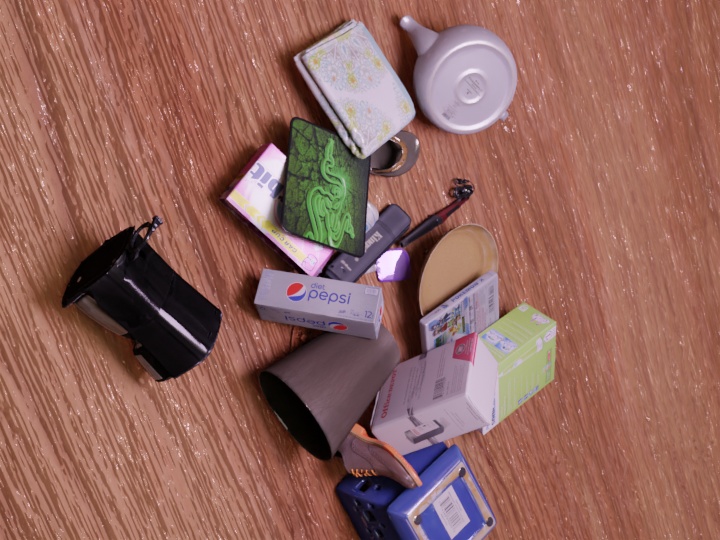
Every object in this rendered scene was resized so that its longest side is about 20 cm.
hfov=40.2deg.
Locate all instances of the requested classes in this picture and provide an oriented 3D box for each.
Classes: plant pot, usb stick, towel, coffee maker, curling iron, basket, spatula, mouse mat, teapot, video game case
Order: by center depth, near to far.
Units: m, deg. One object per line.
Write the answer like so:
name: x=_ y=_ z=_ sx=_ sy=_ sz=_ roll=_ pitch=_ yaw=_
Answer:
coffee maker: x=-0.295 y=0.050 z=1.408 sx=0.200 sy=0.190 sz=0.136 roll=44 pitch=53 yaw=-26
mouse mat: x=-0.052 y=-0.132 z=1.556 sx=0.159 sy=0.007 sz=0.204 roll=18 pitch=64 yaw=-32
basket: x=-0.038 y=0.173 z=1.590 sx=0.199 sy=0.135 sz=0.182 roll=-40 pitch=101 yaw=-29
towel: x=-0.007 y=-0.302 z=1.631 sx=0.171 sy=0.048 sz=0.202 roll=-41 pitch=100 yaw=-42
plant pot: x=0.106 y=0.403 z=1.678 sx=0.199 sy=0.179 sz=0.202 roll=-37 pitch=110 yaw=-25
usb stick: x=0.014 y=-0.040 z=1.680 sx=0.056 sy=0.033 sz=0.200 roll=47 pitch=60 yaw=-3
spatula: x=0.000 y=0.000 z=1.693 sx=0.197 sy=0.020 sz=0.058 roll=-9 pitch=96 yaw=-31
teapot: x=0.175 y=-0.345 z=1.731 sx=0.193 sy=0.147 sz=0.203 roll=-9 pitch=122 yaw=-11
plant pot: x=0.167 y=0.013 z=1.735 sx=0.198 sy=0.027 sz=0.204 roll=-18 pitch=118 yaw=-37
video game case: x=0.181 y=0.123 z=1.762 sx=0.181 sy=0.022 sz=0.203 roll=-33 pitch=134 yaw=-28
curling iron: x=0.136 y=-0.102 z=1.773 sx=0.199 sy=0.025 sz=0.050 roll=-41 pitch=118 yaw=-26

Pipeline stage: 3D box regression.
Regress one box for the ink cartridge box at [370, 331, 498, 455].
ink cartridge box: x=0.124 y=0.210 z=1.649 sx=0.085 sy=0.198 sz=0.147 roll=50 pitch=34 yaw=-26

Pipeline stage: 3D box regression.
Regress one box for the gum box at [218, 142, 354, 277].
gum box: x=-0.113 y=-0.091 z=1.567 sx=0.200 sy=0.066 sz=0.114 roll=42 pitch=79 yaw=-17

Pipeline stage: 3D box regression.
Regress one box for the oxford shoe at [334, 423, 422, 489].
oxford shoe: x=0.019 y=0.317 z=1.617 sx=0.073 sy=0.198 sz=0.072 roll=-49 pitch=134 yaw=-17

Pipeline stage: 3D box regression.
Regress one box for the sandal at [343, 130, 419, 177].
sandal: x=0.041 y=-0.204 z=1.680 sx=0.198 sy=0.054 sz=0.084 roll=-2 pitch=91 yaw=-48

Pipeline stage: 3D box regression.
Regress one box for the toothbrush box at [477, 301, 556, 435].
toothbrush box: x=0.262 y=0.177 z=1.796 sx=0.199 sy=0.086 sz=0.148 roll=-33 pitch=135 yaw=-28

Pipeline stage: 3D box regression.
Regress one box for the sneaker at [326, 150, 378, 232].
sneaker: x=-0.049 y=-0.138 z=1.633 sx=0.072 sy=0.072 sz=0.201 roll=-44 pitch=109 yaw=-10

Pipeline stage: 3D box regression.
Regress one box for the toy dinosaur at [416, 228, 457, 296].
toy dinosaur: x=0.157 y=0.020 z=1.772 sx=0.100 sy=0.058 sz=0.205 roll=8 pitch=87 yaw=-33

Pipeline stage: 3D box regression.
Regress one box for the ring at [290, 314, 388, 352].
ring: x=-0.030 y=0.125 z=1.679 sx=0.197 sy=0.019 sz=0.205 roll=-1 pitch=93 yaw=-33

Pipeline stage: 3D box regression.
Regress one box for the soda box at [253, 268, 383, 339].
soda box: x=-0.064 y=0.053 z=1.555 sx=0.196 sy=0.069 sz=0.065 roll=9 pitch=66 yaw=10
